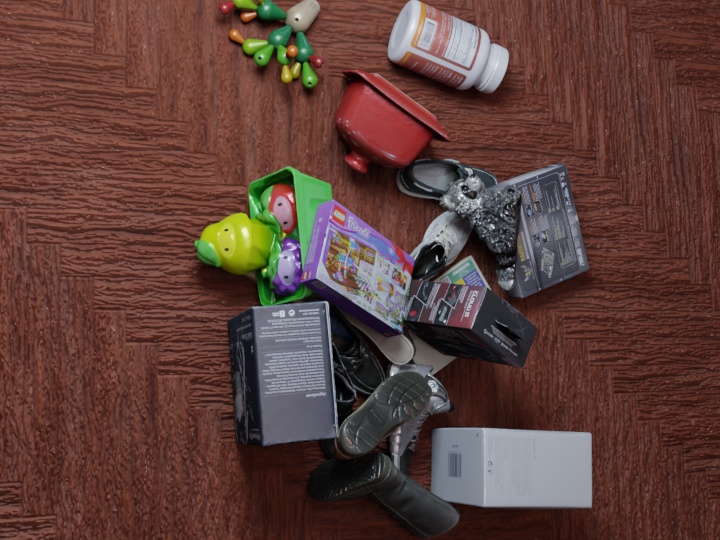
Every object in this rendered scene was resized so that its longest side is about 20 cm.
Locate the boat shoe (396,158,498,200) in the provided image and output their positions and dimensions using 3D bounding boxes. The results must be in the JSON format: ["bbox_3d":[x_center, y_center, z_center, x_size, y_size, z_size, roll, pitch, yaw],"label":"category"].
[{"bbox_3d":[0.162,-0.155,1.694,0.197,0.060,0.077,-2,81,-21],"label":"boat shoe"}]

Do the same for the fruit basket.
[{"bbox_3d":[-0.146,-0.048,1.502,0.213,0.154,0.220,8,77,-37],"label":"fruit basket"}]

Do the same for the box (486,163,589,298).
[{"bbox_3d":[0.316,-0.071,1.726,0.156,0.048,0.203,-21,101,-21],"label":"box"}]

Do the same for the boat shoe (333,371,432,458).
[{"bbox_3d":[0.028,0.228,1.515,0.199,0.074,0.076,-30,80,-37],"label":"boat shoe"}]

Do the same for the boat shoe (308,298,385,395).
[{"bbox_3d":[-0.022,0.130,1.570,0.069,0.056,0.201,-46,110,-18],"label":"boat shoe"}]

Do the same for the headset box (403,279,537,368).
[{"bbox_3d":[0.173,0.084,1.539,0.148,0.198,0.076,36,70,-38],"label":"headset box"}]

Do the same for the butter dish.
[{"bbox_3d":[0.027,-0.231,1.609,0.198,0.200,0.149,34,95,-13],"label":"butter dish"}]

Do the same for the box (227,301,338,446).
[{"bbox_3d":[-0.122,0.159,1.465,0.122,0.200,0.200,-4,83,-19],"label":"box"}]

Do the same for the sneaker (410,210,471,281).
[{"bbox_3d":[0.142,-0.037,1.639,0.076,0.115,0.201,47,69,-8],"label":"sneaker"}]

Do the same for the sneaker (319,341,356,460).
[{"bbox_3d":[-0.039,0.217,1.538,0.059,0.104,0.203,-16,87,-21],"label":"sneaker"}]

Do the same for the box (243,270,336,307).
[{"bbox_3d":[-0.089,-0.025,1.600,0.198,0.021,0.165,30,73,-14],"label":"box"}]

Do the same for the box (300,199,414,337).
[{"bbox_3d":[0.000,0.000,1.504,0.199,0.039,0.139,35,55,-36],"label":"box"}]

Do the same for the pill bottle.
[{"bbox_3d":[0.156,-0.387,1.700,0.197,0.112,0.114,19,76,-17],"label":"pill bottle"}]

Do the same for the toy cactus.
[{"bbox_3d":[-0.126,-0.406,1.615,0.199,0.102,0.166,41,61,-2],"label":"toy cactus"}]

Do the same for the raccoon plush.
[{"bbox_3d":[0.200,-0.064,1.636,0.132,0.097,0.204,6,104,13],"label":"raccoon plush"}]

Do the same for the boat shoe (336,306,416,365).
[{"bbox_3d":[0.018,0.071,1.593,0.067,0.057,0.201,-39,93,15],"label":"boat shoe"}]

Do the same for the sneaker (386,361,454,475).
[{"bbox_3d":[0.100,0.250,1.588,0.113,0.075,0.204,0,81,-2],"label":"sneaker"}]

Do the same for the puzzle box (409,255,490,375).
[{"bbox_3d":[0.149,0.081,1.672,0.199,0.025,0.134,-32,94,-22],"label":"puzzle box"}]

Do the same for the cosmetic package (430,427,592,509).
[{"bbox_3d":[0.243,0.322,1.577,0.197,0.199,0.125,4,80,-19],"label":"cosmetic package"}]

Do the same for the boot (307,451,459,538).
[{"bbox_3d":[0.037,0.369,1.553,0.200,0.180,0.074,39,48,-39],"label":"boot"}]
